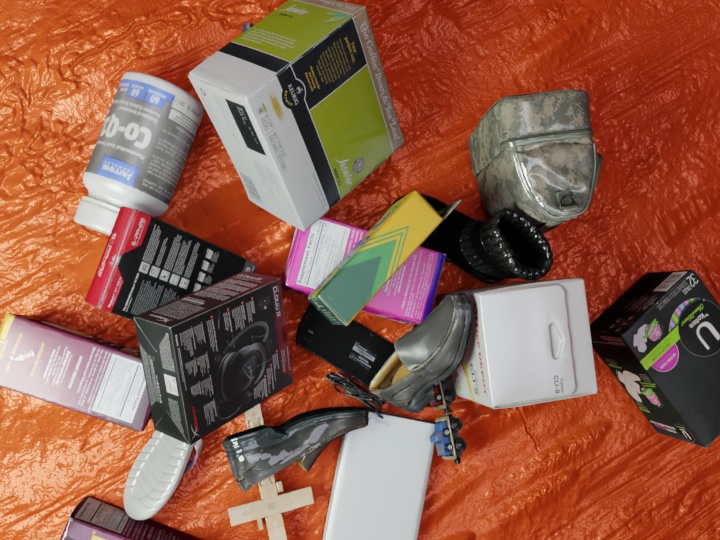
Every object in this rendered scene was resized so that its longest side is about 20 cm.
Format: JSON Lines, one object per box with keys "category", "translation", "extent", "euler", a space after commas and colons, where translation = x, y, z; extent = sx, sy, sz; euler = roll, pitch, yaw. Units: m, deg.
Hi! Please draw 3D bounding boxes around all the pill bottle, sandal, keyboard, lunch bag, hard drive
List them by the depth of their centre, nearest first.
{"category": "pill bottle", "translation": [-0.288, -0.140, 0.980], "extent": [0.112, 0.114, 0.203], "euler": [20, 83, -8]}
{"category": "sandal", "translation": [-0.239, 0.234, 0.998], "extent": [0.050, 0.082, 0.205], "euler": [37, 76, -50]}
{"category": "lunch bag", "translation": [0.236, -0.134, 1.035], "extent": [0.137, 0.200, 0.171], "euler": [-6, 84, -8]}
{"category": "hard drive", "translation": [0.027, 0.303, 1.058], "extent": [0.130, 0.026, 0.204], "euler": [12, 85, -9]}
{"category": "keyboard", "translation": [-0.006, 0.133, 1.064], "extent": [0.198, 0.040, 0.105], "euler": [32, 59, -6]}

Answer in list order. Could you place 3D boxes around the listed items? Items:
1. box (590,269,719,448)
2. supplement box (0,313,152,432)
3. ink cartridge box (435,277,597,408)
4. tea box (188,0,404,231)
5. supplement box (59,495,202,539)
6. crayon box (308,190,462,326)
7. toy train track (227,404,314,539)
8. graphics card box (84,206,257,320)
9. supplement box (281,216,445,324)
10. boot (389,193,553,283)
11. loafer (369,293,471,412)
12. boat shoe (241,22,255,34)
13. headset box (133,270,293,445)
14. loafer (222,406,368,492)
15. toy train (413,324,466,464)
{"category": "box", "translation": [0.454, 0.123, 1.095], "extent": [0.148, 0.124, 0.201], "euler": [-39, 95, -9]}
{"category": "supplement box", "translation": [-0.350, 0.126, 0.955], "extent": [0.197, 0.110, 0.087], "euler": [20, 82, -9]}
{"category": "ink cartridge box", "translation": [0.201, 0.092, 1.012], "extent": [0.142, 0.200, 0.148], "euler": [-7, 88, -10]}
{"category": "tea box", "translation": [-0.072, -0.201, 0.951], "extent": [0.196, 0.133, 0.202], "euler": [-41, 135, -21]}
{"category": "supplement box", "translation": [-0.289, 0.391, 0.956], "extent": [0.197, 0.103, 0.133], "euler": [23, 85, -8]}
{"category": "crayon box", "translation": [0.025, -0.023, 0.921], "extent": [0.052, 0.126, 0.200], "euler": [44, 81, -5]}
{"category": "toy train track", "translation": [-0.129, 0.274, 1.029], "extent": [0.113, 0.033, 0.204], "euler": [-11, 82, -10]}
{"category": "graphics card box", "translation": [-0.234, 0.014, 0.961], "extent": [0.199, 0.050, 0.127], "euler": [25, 81, -44]}
{"category": "supplement box", "translation": [0.000, 0.000, 1.031], "extent": [0.197, 0.101, 0.105], "euler": [17, 84, -8]}
{"category": "boot", "translation": [0.147, -0.051, 1.031], "extent": [0.208, 0.158, 0.081], "euler": [24, 83, -8]}
{"category": "loafer", "translation": [0.077, 0.106, 0.966], "extent": [0.071, 0.073, 0.202], "euler": [13, 126, -19]}
{"category": "boat shoe", "translation": [-0.135, -0.234, 1.023], "extent": [0.073, 0.093, 0.204], "euler": [-8, 88, -10]}
{"category": "headset box", "translation": [-0.169, 0.098, 0.948], "extent": [0.199, 0.076, 0.151], "euler": [-28, 119, -47]}
{"category": "loafer", "translation": [-0.078, 0.229, 1.001], "extent": [0.197, 0.073, 0.074], "euler": [-14, 86, -13]}
{"category": "toy train", "translation": [0.106, 0.169, 1.058], "extent": [0.045, 0.034, 0.203], "euler": [-8, 79, -23]}
